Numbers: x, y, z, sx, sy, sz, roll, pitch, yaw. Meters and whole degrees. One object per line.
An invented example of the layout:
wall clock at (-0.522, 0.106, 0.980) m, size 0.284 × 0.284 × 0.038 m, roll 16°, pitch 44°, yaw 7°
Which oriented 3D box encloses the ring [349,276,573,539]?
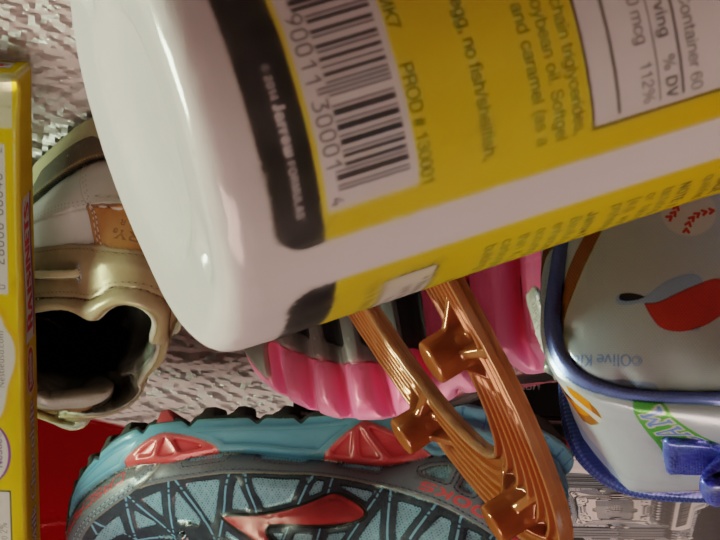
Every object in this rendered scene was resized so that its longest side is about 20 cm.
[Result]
ring at (0.000, 0.000, 0.859) m, size 0.019 × 0.201 × 0.201 m, roll -31°, pitch 152°, yaw -9°

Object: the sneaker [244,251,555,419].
sneaker at (0.054, 0.011, 0.987) m, size 0.199 × 0.080 × 0.095 m, roll -5°, pitch 171°, yaw 31°

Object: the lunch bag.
lunch bag at (0.142, -0.008, 0.802) m, size 0.199 × 0.161 × 0.076 m, roll 0°, pitch 152°, yaw 12°

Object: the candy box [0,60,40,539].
candy box at (-0.155, 0.030, 0.964) m, size 0.101 × 0.201 × 0.026 m, roll 4°, pitch -163°, yaw 9°

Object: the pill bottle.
pill bottle at (0.039, -0.062, 0.719) m, size 0.199 × 0.115 × 0.114 m, roll -18°, pitch 157°, yaw -15°

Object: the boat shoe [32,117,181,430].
boat shoe at (-0.108, 0.017, 1.025) m, size 0.074 × 0.069 × 0.200 m, roll 16°, pitch 152°, yaw -16°

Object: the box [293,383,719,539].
box at (0.070, 0.079, 1.123) m, size 0.157 × 0.050 × 0.200 m, roll 2°, pitch 152°, yaw 11°

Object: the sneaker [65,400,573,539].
sneaker at (-0.025, 0.100, 1.029) m, size 0.199 × 0.096 × 0.079 m, roll -10°, pitch 147°, yaw 31°
